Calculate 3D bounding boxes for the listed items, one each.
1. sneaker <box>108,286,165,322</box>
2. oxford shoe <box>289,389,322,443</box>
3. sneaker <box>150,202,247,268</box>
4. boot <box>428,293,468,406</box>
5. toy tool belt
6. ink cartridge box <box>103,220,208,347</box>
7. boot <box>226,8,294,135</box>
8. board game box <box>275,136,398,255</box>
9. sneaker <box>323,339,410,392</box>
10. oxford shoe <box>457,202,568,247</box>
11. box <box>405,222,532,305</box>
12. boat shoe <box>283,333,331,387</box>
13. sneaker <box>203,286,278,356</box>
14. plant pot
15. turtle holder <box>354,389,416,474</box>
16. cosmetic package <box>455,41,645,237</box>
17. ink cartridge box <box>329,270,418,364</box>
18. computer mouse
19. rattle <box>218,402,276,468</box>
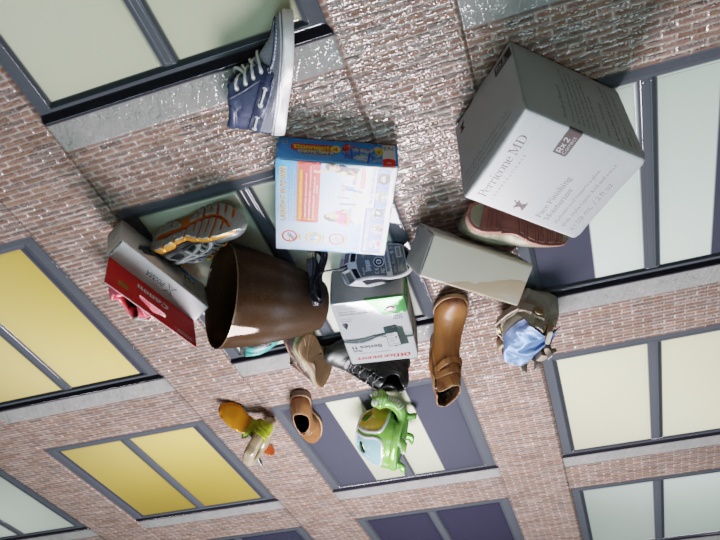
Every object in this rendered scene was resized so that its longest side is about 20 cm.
[{"bbox_3d":[-0.411,0.071,1.354,0.073,0.088,0.200,-23,133,25],"label":"sneaker"},{"bbox_3d":[-0.135,0.370,1.690,0.070,0.072,0.202,-7,138,6],"label":"oxford shoe"},{"bbox_3d":[-0.272,-0.057,1.228,0.197,0.079,0.077,-12,137,29],"label":"sneaker"},{"bbox_3d":[0.173,0.158,1.392,0.075,0.157,0.202,9,137,-9],"label":"boot"},{"bbox_3d":[0.326,0.139,1.395,0.122,0.125,0.202,10,137,-10],"label":"toy tool belt"},{"bbox_3d":[-0.350,0.021,1.223,0.045,0.177,0.200,-43,121,7],"label":"ink cartridge box"},{"bbox_3d":[-0.142,-0.273,0.988,0.088,0.074,0.202,3,138,-11],"label":"boot"},{"bbox_3d":[-0.044,-0.119,1.168,0.191,0.057,0.202,4,137,-4],"label":"board game box"},{"bbox_3d":[0.018,0.203,1.490,0.196,0.092,0.077,12,130,-12],"label":"sneaker"},{"bbox_3d":[0.263,-0.076,1.220,0.196,0.072,0.074,12,162,-13],"label":"oxford shoe"},{"bbox_3d":[0.189,-0.012,1.239,0.196,0.095,0.079,17,102,-15],"label":"box"},{"bbox_3d":[-0.117,0.183,1.500,0.071,0.073,0.201,18,156,27],"label":"boat shoe"},{"bbox_3d":[-0.243,0.107,1.401,0.196,0.085,0.122,18,136,-5],"label":"sneaker"},{"bbox_3d":[-0.163,0.054,1.286,0.197,0.189,0.188,7,140,-28],"label":"plant pot"},{"bbox_3d":[0.055,0.381,1.651,0.129,0.143,0.187,11,149,14],"label":"turtle holder"},{"bbox_3d":[0.262,-0.184,1.013,0.196,0.167,0.166,16,135,-17],"label":"cosmetic package"},{"bbox_3d":[0.031,0.089,1.372,0.143,0.084,0.202,-8,138,10],"label":"ink cartridge box"},{"bbox_3d":[0.000,0.000,1.277,0.196,0.112,0.044,-6,156,-5],"label":"computer mouse"},{"bbox_3d":[-0.281,0.410,1.738,0.140,0.133,0.200,13,164,2],"label":"rattle"}]
